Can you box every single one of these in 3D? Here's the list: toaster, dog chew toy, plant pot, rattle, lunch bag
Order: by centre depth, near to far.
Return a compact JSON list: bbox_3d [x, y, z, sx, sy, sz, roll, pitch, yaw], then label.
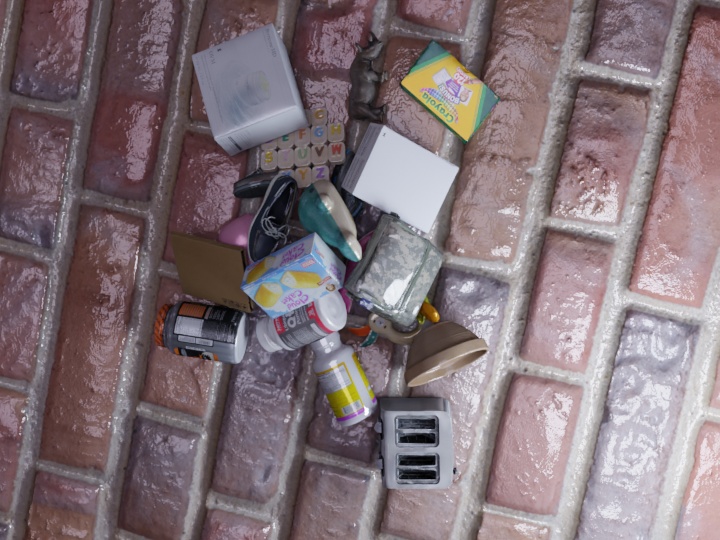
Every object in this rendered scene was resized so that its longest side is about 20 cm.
[{"bbox_3d":[0.061,-0.002,1.494,0.138,0.167,0.203,22,80,45],"label":"lunch bag"},{"bbox_3d":[0.177,0.173,1.544,0.197,0.201,0.095,-24,72,6],"label":"plant pot"},{"bbox_3d":[0.073,0.129,1.569,0.195,0.144,0.133,-15,118,-3],"label":"rattle"},{"bbox_3d":[0.131,0.391,1.591,0.194,0.119,0.187,-1,95,4],"label":"toaster"},{"bbox_3d":[-0.239,-0.024,1.593,0.122,0.125,0.204,-25,100,6],"label":"dog chew toy"}]

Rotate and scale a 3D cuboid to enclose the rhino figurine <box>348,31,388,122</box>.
[{"bbox_3d":[0.016,-0.432,1.567,0.085,0.060,0.206,3,91,15],"label":"rhino figurine"}]

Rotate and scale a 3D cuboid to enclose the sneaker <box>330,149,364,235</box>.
[{"bbox_3d":[-0.030,-0.169,1.595,0.080,0.073,0.206,9,100,-14],"label":"sneaker"}]

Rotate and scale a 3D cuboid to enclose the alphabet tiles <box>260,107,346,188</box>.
[{"bbox_3d":[-0.129,-0.275,1.569,0.194,0.015,0.201,-5,68,9],"label":"alphabet tiles"}]

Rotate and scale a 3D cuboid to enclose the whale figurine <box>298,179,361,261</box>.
[{"bbox_3d":[-0.066,-0.095,1.470,0.102,0.160,0.202,-30,53,3],"label":"whale figurine"}]

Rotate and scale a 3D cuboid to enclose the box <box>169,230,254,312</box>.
[{"bbox_3d":[-0.333,0.002,1.577,0.195,0.021,0.167,14,127,23],"label":"box"}]

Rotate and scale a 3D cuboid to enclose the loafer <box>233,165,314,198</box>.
[{"bbox_3d":[-0.199,-0.217,1.605,0.194,0.072,0.065,-13,74,-1],"label":"loafer"}]

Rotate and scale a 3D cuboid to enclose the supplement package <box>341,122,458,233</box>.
[{"bbox_3d":[0.084,-0.201,1.522,0.196,0.111,0.159,25,96,-19],"label":"supplement package"}]

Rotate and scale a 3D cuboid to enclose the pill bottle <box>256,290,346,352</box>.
[{"bbox_3d":[-0.137,0.112,1.578,0.197,0.110,0.113,-25,92,26],"label":"pill bottle"}]

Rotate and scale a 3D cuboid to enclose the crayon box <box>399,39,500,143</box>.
[{"bbox_3d":[0.197,-0.395,1.556,0.199,0.058,0.120,40,96,1],"label":"crayon box"}]

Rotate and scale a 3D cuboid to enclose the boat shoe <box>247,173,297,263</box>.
[{"bbox_3d":[-0.185,-0.105,1.507,0.074,0.062,0.204,23,93,-34],"label":"boat shoe"}]

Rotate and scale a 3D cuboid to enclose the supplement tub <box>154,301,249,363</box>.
[{"bbox_3d":[-0.362,0.140,1.609,0.194,0.123,0.126,9,95,4],"label":"supplement tub"}]

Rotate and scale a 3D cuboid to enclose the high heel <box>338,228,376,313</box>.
[{"bbox_3d":[0.000,0.000,1.592,0.200,0.067,0.096,-46,80,11],"label":"high heel"}]

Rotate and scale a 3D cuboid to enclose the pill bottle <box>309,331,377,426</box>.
[{"bbox_3d":[-0.043,0.241,1.599,0.102,0.104,0.204,-24,93,6],"label":"pill bottle"}]

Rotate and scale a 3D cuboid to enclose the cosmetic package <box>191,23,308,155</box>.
[{"bbox_3d":[-0.240,-0.394,1.540,0.195,0.123,0.204,-19,80,4],"label":"cosmetic package"}]

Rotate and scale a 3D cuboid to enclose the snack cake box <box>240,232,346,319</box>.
[{"bbox_3d":[-0.142,0.014,1.485,0.197,0.068,0.115,-24,126,27],"label":"snack cake box"}]
